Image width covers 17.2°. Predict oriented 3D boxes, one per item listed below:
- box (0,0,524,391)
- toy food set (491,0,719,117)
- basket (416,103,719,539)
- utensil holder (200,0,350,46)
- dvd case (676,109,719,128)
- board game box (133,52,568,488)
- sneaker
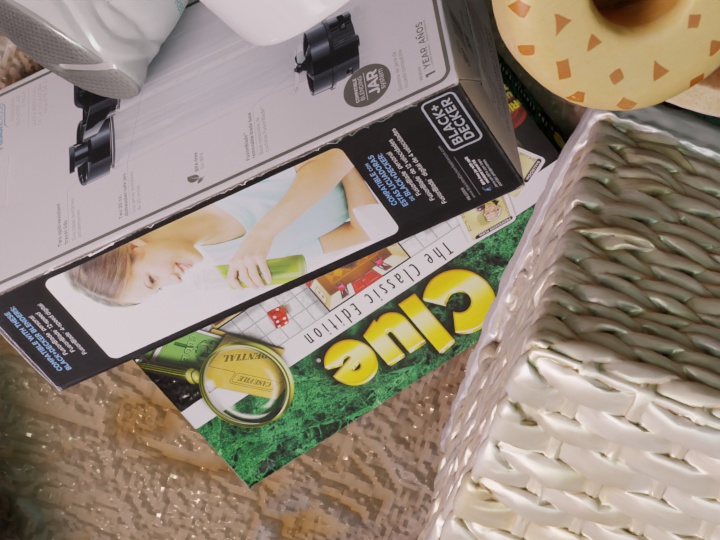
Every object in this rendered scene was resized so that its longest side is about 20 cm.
[{"bbox_3d":[-0.047,-0.048,0.892,0.199,0.117,0.060,-24,133,14],"label":"box"},{"bbox_3d":[0.150,-0.134,0.791,0.199,0.049,0.198,11,121,-15],"label":"toy food set"},{"bbox_3d":[0.133,0.078,0.881,0.199,0.161,0.199,22,130,0],"label":"basket"},{"bbox_3d":[-0.053,-0.199,0.795,0.200,0.170,0.170,41,112,-19],"label":"utensil holder"},{"bbox_3d":[0.183,0.021,0.935,0.146,0.022,0.200,-3,126,22],"label":"dvd case"},{"bbox_3d":[0.000,0.000,0.971,0.200,0.023,0.105,-35,112,19],"label":"board game box"},{"bbox_3d":[-0.148,-0.146,0.889,0.200,0.070,0.080,33,78,1],"label":"sneaker"}]
